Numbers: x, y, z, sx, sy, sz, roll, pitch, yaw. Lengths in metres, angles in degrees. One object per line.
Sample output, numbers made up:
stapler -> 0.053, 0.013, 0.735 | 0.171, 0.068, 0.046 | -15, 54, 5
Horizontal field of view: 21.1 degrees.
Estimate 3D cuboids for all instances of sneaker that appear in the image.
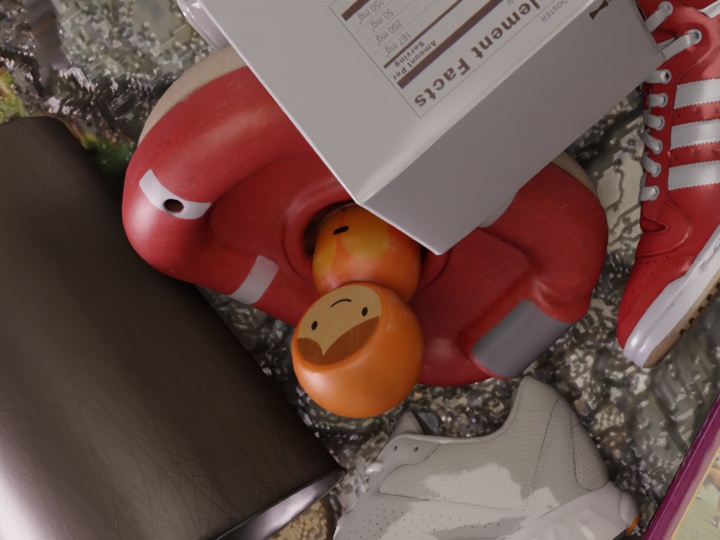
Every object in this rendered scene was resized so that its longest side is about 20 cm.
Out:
sneaker -> 0.130, -0.068, 0.801 | 0.112, 0.071, 0.201 | 29, 91, 5
sneaker -> 0.016, 0.115, 0.842 | 0.199, 0.076, 0.093 | -27, 80, 5

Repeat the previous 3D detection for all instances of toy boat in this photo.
toy boat -> 0.000, 0.000, 0.765 | 0.199, 0.131, 0.131 | 26, 133, -20

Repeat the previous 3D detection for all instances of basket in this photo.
basket -> -0.125, 0.048, 0.832 | 0.180, 0.136, 0.201 | -41, 77, 39

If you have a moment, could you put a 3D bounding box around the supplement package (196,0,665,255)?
supplement package -> -0.005, -0.121, 0.660 | 0.109, 0.114, 0.200 | -40, 73, 7

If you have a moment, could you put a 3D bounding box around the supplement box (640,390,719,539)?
supplement box -> 0.201, 0.080, 0.778 | 0.130, 0.103, 0.201 | 29, 99, 9

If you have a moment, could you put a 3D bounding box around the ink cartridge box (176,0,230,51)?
ink cartridge box -> 0.018, -0.178, 0.784 | 0.199, 0.084, 0.146 | -24, 57, 13
